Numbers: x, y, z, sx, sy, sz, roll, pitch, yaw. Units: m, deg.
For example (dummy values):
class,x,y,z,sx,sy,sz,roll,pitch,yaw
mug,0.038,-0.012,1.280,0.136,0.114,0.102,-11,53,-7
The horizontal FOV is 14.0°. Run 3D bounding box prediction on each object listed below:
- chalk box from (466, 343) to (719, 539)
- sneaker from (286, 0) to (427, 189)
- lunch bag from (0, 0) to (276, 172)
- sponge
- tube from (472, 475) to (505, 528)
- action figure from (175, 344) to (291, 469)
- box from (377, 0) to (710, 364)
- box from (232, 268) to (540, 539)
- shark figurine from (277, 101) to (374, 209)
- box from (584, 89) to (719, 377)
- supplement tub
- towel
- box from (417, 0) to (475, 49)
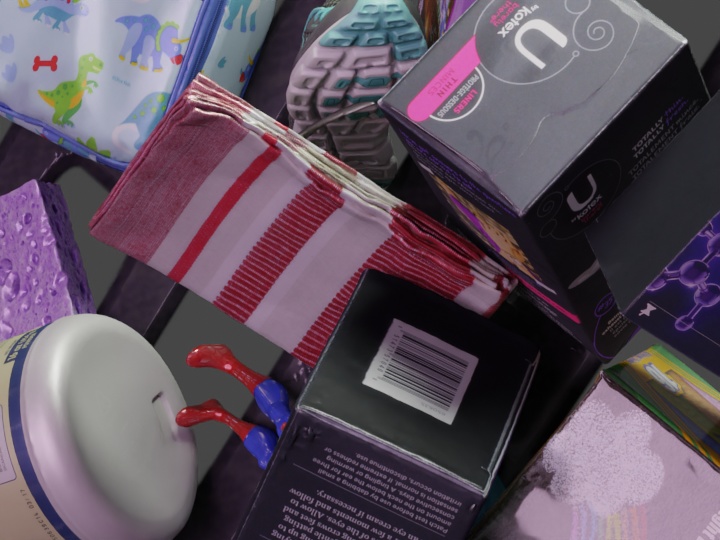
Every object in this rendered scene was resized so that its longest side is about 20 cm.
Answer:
class,x,y,z,sx,sy,sz,roll,pitch,yaw
chalk box,0.176,0.150,1.483,0.200,0.124,0.124,41,106,11
sneaker,-0.009,-0.117,1.610,0.077,0.200,0.091,0,68,-11
lunch bag,-0.156,-0.154,1.751,0.200,0.082,0.161,28,98,29
sponge,-0.254,0.031,1.825,0.200,0.030,0.112,-24,74,28
tube,0.077,0.170,1.562,0.077,0.050,0.200,-54,32,12
action figure,-0.027,0.111,1.653,0.200,0.052,0.066,31,117,34
box,0.108,-0.058,1.491,0.122,0.200,0.106,-46,63,-6
box,-0.003,0.127,1.500,0.104,0.148,0.200,25,123,1
shark figurine,-0.008,-0.021,1.637,0.089,0.215,0.128,-22,36,-9
box,0.232,-0.002,1.423,0.141,0.200,0.079,-47,31,22
supplement tub,-0.212,0.119,1.724,0.200,0.145,0.145,-20,76,29
towel,-0.033,-0.007,1.540,0.200,0.023,0.144,32,139,-7
box,0.065,-0.174,1.539,0.137,0.039,0.200,-93,11,-48
